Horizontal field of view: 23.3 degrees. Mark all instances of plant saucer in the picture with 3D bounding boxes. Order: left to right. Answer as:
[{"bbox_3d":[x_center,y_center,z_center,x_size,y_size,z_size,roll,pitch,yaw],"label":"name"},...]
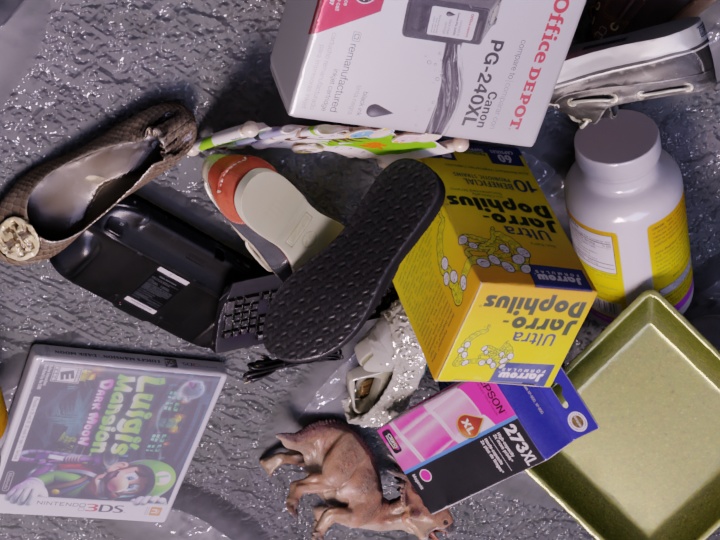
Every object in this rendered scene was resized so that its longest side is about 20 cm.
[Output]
[{"bbox_3d":[0.259,0.146,1.566,0.200,0.048,0.200,44,102,-2],"label":"plant saucer"}]

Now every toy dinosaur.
[{"bbox_3d":[-0.009,0.196,1.699,0.136,0.086,0.200,-36,116,-1],"label":"toy dinosaur"}]

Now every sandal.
[{"bbox_3d":[0.001,0.000,1.433,0.200,0.075,0.048,-49,155,1],"label":"sandal"}]

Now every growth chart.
[{"bbox_3d":[-0.026,-0.103,1.409,0.200,0.145,0.018,3,85,-23],"label":"growth chart"}]

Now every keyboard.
[{"bbox_3d":[-0.043,0.046,1.557,0.200,0.021,0.127,-11,134,-30],"label":"keyboard"}]

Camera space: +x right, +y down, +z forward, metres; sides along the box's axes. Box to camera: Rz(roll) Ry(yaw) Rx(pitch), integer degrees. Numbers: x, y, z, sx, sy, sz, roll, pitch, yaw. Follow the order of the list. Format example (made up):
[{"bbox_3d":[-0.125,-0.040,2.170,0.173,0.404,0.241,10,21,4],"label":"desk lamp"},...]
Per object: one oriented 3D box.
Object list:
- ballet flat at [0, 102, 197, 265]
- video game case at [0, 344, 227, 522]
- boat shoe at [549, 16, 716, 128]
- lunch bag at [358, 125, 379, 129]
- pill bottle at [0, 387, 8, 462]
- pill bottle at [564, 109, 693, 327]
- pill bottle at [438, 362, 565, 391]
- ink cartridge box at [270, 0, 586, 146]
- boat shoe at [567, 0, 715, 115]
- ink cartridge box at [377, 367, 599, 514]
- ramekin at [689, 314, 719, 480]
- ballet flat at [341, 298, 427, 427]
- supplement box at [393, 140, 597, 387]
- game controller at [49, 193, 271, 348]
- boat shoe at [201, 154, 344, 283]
[{"bbox_3d":[-0.216,-0.068,1.398,0.200,0.046,0.067,-32,108,7],"label":"ballet flat"},{"bbox_3d":[-0.238,0.155,1.614,0.182,0.023,0.200,7,127,-25],"label":"video game case"},{"bbox_3d":[0.183,-0.147,1.397,0.200,0.071,0.064,-11,106,26],"label":"boat shoe"},{"bbox_3d":[0.050,-0.219,1.356,0.200,0.082,0.176,-24,129,3],"label":"lunch bag"},{"bbox_3d":[-0.358,0.099,1.463,0.109,0.109,0.200,-13,133,-9],"label":"pill bottle"},{"bbox_3d":[0.238,-0.044,1.554,0.104,0.104,0.200,-19,133,-3],"label":"pill bottle"},{"bbox_3d":[0.130,0.091,1.624,0.120,0.120,0.200,-16,133,-6],"label":"pill bottle"},{"bbox_3d":[0.051,-0.181,1.278,0.200,0.083,0.145,5,124,-19],"label":"ink cartridge box"},{"bbox_3d":[0.225,-0.210,1.435,0.070,0.070,0.200,46,118,-4],"label":"boat shoe"},{"bbox_3d":[0.110,0.140,1.544,0.200,0.095,0.037,-33,180,40],"label":"ink cartridge box"},{"bbox_3d":[0.315,0.127,1.677,0.202,0.202,0.094,-35,102,12],"label":"ramekin"},{"bbox_3d":[0.022,0.089,1.593,0.072,0.072,0.200,-6,146,-15],"label":"ballet flat"},{"bbox_3d":[0.099,-0.009,1.469,0.109,0.200,0.110,4,128,-23],"label":"supplement box"},{"bbox_3d":[-0.168,0.003,1.503,0.104,0.042,0.200,-33,134,30],"label":"game controller"},{"bbox_3d":[-0.062,-0.029,1.458,0.071,0.063,0.200,-55,137,-11],"label":"boat shoe"}]
